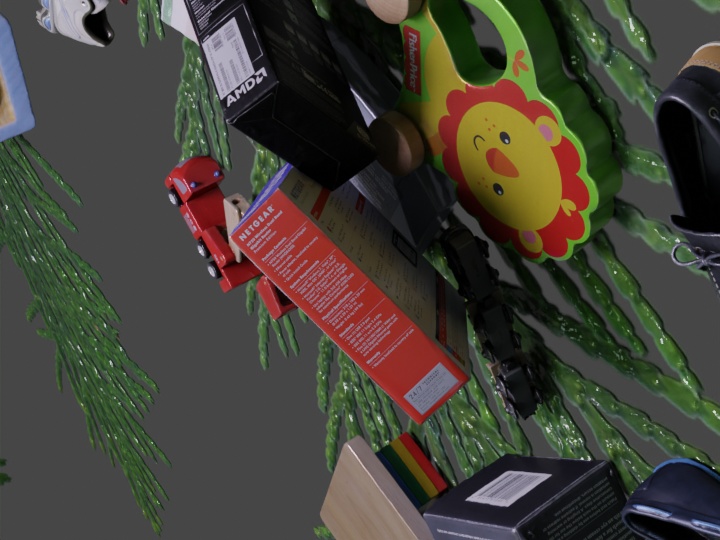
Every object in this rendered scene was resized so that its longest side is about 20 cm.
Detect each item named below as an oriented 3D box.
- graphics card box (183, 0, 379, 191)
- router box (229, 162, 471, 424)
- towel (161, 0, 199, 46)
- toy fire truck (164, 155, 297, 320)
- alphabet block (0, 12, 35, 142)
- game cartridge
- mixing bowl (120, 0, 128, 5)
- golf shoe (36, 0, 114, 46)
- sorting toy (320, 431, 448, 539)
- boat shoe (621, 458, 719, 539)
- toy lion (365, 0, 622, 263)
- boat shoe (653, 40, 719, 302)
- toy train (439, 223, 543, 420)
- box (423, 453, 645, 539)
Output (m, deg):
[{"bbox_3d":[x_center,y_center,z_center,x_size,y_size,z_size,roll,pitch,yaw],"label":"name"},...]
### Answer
[{"bbox_3d":[-0.066,-0.163,0.890,0.125,0.051,0.201,31,-150,-52],"label":"graphics card box"},{"bbox_3d":[0.000,0.000,0.903,0.179,0.049,0.200,45,-167,-7],"label":"router box"},{"bbox_3d":[-0.124,-0.239,1.125,0.200,0.031,0.150,43,150,34],"label":"towel"},{"bbox_3d":[-0.130,-0.038,1.321,0.201,0.049,0.141,62,155,1],"label":"toy fire truck"},{"bbox_3d":[-0.610,-0.291,1.799,0.200,0.195,0.197,42,147,37],"label":"alphabet block"},{"bbox_3d":[-0.001,-0.106,1.013,0.200,0.040,0.133,51,157,11],"label":"game cartridge"},{"bbox_3d":[-0.178,-0.327,1.011,0.200,0.108,0.201,160,90,-88],"label":"mixing bowl"},{"bbox_3d":[-0.303,-0.326,1.350,0.097,0.078,0.200,31,151,18],"label":"golf shoe"},{"bbox_3d":[0.055,0.275,1.272,0.200,0.069,0.199,51,153,20],"label":"sorting toy"},{"bbox_3d":[0.255,0.198,0.814,0.200,0.068,0.085,25,137,52],"label":"boat shoe"},{"bbox_3d":[0.090,-0.106,0.834,0.191,0.069,0.201,33,143,34],"label":"toy lion"},{"bbox_3d":[0.205,-0.024,0.691,0.074,0.062,0.201,16,131,54],"label":"boat shoe"},{"bbox_3d":[0.098,0.042,0.945,0.046,0.034,0.200,56,173,50],"label":"toy train"},{"bbox_3d":[0.162,0.261,1.013,0.148,0.104,0.201,-10,107,63],"label":"box"}]
